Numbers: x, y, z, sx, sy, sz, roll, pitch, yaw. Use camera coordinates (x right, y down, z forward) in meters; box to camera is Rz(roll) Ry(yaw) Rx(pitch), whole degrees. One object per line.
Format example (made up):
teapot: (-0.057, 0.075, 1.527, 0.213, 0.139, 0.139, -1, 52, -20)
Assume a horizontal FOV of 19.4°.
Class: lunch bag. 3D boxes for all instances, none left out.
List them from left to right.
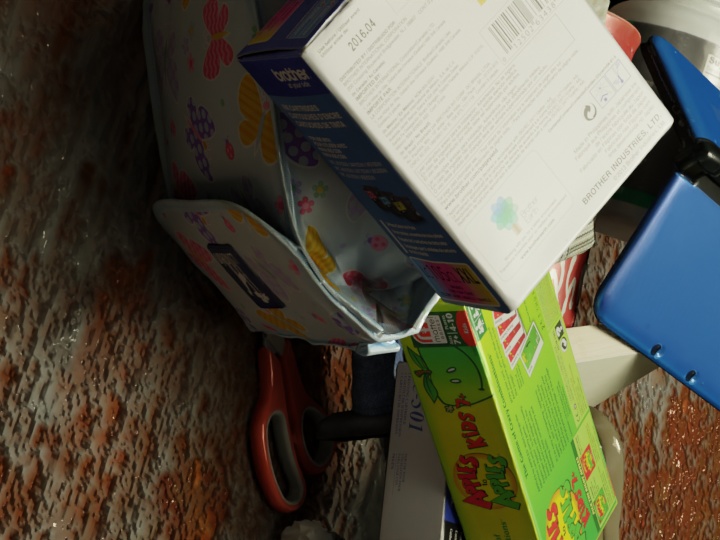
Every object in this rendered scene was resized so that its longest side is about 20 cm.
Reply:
lunch bag: (-0.035, -0.059, 1.100, 0.127, 0.169, 0.201, -12, 99, -24)

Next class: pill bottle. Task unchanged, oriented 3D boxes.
pill bottle: (0.213, -0.122, 1.491, 0.113, 0.113, 0.201, 25, 81, -52)

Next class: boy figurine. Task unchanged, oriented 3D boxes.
boy figurine: (0.000, 0.000, 1.240, 0.124, 0.064, 0.201, 8, 77, -77)

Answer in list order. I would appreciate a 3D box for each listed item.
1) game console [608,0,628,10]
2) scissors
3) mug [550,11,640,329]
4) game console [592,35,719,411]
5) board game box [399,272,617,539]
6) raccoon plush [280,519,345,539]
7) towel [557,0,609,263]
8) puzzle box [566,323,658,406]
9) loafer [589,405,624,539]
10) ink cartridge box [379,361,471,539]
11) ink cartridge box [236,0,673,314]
game console: (0.235, -0.198, 1.626, 0.200, 0.031, 0.177, -58, 133, -37)
scissors: (-0.053, 0.042, 1.223, 0.073, 0.014, 0.201, -35, 119, -49)
mug: (0.112, -0.059, 1.365, 0.177, 0.133, 0.201, 22, 75, -51)
game console: (0.224, -0.027, 1.398, 0.200, 0.118, 0.171, 35, 29, -44)
board game box: (0.083, 0.078, 1.170, 0.102, 0.047, 0.201, -51, 130, -49)
raccoon plush: (0.043, 0.179, 1.299, 0.200, 0.096, 0.134, 59, 37, -35)
towel: (0.081, -0.084, 1.202, 0.192, 0.034, 0.201, -16, 116, -42)
puzzle box: (0.122, 0.074, 1.374, 0.200, 0.133, 0.026, -3, 64, -55)
loafer: (0.141, 0.190, 1.453, 0.067, 0.076, 0.201, -9, 108, -18)
ink cartridge box: (0.050, 0.159, 1.199, 0.094, 0.044, 0.201, 27, 65, -56)
ink cartridge box: (0.038, -0.099, 0.999, 0.137, 0.076, 0.200, -48, 115, -19)
